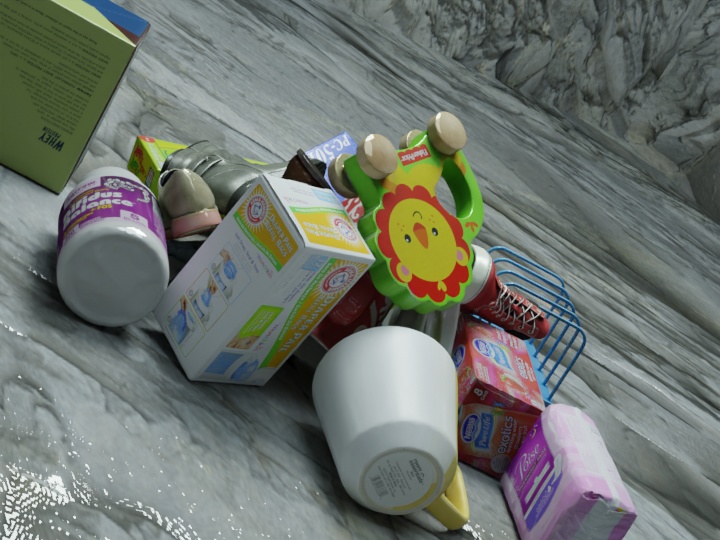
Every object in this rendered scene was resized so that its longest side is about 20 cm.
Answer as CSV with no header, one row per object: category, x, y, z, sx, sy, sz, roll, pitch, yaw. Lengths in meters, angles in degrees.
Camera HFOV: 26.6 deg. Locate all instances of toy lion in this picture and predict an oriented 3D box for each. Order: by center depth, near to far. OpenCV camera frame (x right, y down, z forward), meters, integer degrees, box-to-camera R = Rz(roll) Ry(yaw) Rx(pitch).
toy lion,0.064,-0.054,1.597,0.200,0.069,0.193,-24,86,-48

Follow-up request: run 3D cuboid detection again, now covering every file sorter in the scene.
file sorter,0.211,0.070,2.049,0.138,0.123,0.200,27,18,-11

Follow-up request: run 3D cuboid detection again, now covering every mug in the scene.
mug,0.048,0.163,1.502,0.186,0.150,0.153,18,28,-17
mug,0.004,0.007,1.661,0.177,0.200,0.134,18,-25,49

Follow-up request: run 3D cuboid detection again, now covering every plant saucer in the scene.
plant saucer,0.061,0.082,1.676,0.050,0.201,0.200,13,13,15

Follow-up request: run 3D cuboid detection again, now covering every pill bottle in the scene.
pill bottle,-0.257,-0.034,1.575,0.112,0.113,0.200,24,18,-20

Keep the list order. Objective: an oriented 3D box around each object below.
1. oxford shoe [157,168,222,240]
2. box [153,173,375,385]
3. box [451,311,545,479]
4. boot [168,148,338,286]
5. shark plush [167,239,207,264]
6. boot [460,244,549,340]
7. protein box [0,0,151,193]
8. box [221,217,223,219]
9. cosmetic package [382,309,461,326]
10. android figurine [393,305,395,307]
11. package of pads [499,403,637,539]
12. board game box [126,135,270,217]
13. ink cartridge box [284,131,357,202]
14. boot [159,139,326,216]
oxford shoe,-0.189,-0.075,1.660,0.070,0.074,0.200,-16,3,-15
box,-0.099,0.013,1.537,0.112,0.200,0.102,9,40,-49
box,0.141,0.142,1.774,0.095,0.100,0.200,27,18,-11
boot,-0.121,-0.036,1.618,0.064,0.199,0.186,54,-7,13
shark plush,-0.149,-0.029,1.750,0.199,0.083,0.091,18,60,7
boot,0.174,0.035,1.840,0.144,0.073,0.200,27,-7,-1
protein box,-0.382,-0.237,1.778,0.198,0.201,0.135,28,17,-9
box,-0.094,-0.007,1.900,0.144,0.036,0.200,21,21,-28
cosmetic package,0.073,0.033,2.009,0.101,0.074,0.200,25,21,-19
android figurine,0.031,-0.025,1.883,0.041,0.201,0.182,20,22,-20
package of pads,0.216,0.237,1.599,0.075,0.121,0.200,26,19,-15
board game box,-0.183,-0.110,1.918,0.199,0.048,0.102,10,24,-29
ink cartridge box,-0.062,-0.095,1.896,0.200,0.044,0.094,-31,79,-43
boot,-0.135,-0.120,1.789,0.130,0.068,0.200,33,28,21
